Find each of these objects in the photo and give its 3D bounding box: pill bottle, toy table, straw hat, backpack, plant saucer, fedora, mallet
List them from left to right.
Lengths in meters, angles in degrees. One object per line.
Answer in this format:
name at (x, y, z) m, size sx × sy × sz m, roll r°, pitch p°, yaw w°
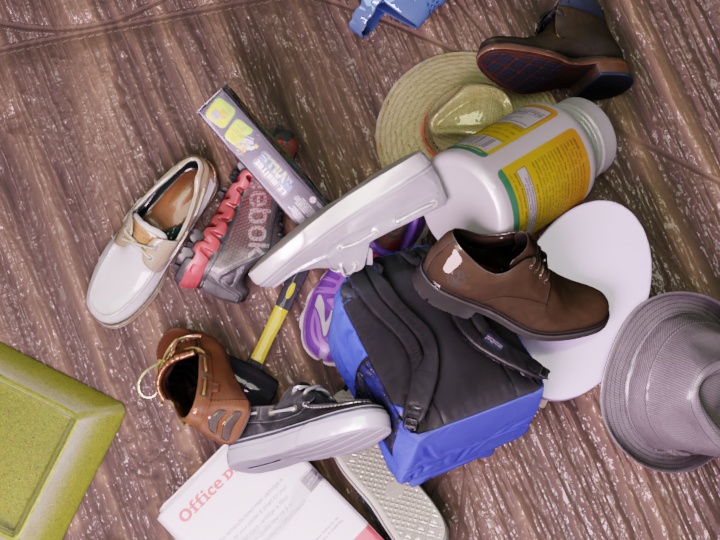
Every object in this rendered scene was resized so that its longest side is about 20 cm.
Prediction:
plant saucer at (-0.369, 0.182, 1.618) m, size 0.199 × 0.048 × 0.201 m, roll 25°, pitch 80°, yaw 6°
mallet at (-0.093, 0.041, 1.633) m, size 0.065 × 0.041 × 0.202 m, roll 19°, pitch 84°, yaw -5°
backpack at (0.053, 0.091, 1.535) m, size 0.161 × 0.168 × 0.201 m, roll -16°, pitch 60°, yaw -25°
straw hat at (0.114, -0.152, 1.653) m, size 0.199 × 0.085 × 0.203 m, roll 0°, pitch 79°, yaw 1°
pill bottle at (0.159, -0.097, 1.565) m, size 0.199 × 0.113 × 0.113 m, roll -31°, pitch 77°, yaw -38°
toy table at (0.214, 0.039, 1.595) m, size 0.183 × 0.117 × 0.201 m, roll 34°, pitch 82°, yaw 7°
fedora at (0.332, 0.117, 1.538) m, size 0.199 × 0.090 × 0.178 m, roll 29°, pitch 83°, yaw -37°

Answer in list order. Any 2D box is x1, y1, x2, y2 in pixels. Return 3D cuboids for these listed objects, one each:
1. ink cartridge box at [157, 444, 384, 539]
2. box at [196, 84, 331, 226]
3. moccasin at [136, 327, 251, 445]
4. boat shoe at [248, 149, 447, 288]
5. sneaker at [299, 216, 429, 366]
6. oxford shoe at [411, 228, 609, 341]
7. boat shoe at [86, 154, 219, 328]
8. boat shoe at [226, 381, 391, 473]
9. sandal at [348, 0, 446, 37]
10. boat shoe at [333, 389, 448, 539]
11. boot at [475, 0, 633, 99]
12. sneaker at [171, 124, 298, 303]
ink cartridge box at (-0.079, 0.263, 1.574) m, size 0.144 × 0.084 × 0.200 m, roll -44°, pitch 81°, yaw -7°
box at (-0.079, -0.094, 1.570) m, size 0.035 × 0.110 × 0.200 m, roll -41°, pitch 98°, yaw 4°
moccasin at (-0.169, 0.106, 1.562) m, size 0.077 × 0.202 × 0.074 m, roll 23°, pitch 106°, yaw -26°
boat shoe at (-0.009, -0.033, 1.497) m, size 0.199 × 0.072 × 0.069 m, roll -34°, pitch 97°, yaw -7°
sneaker at (0.000, 0.000, 1.627) m, size 0.080 × 0.083 × 0.201 m, roll 28°, pitch 82°, yaw 8°
oxford shoe at (0.154, 0.011, 1.475) m, size 0.198 × 0.085 × 0.073 m, roll 14°, pitch 39°, yaw -24°
boat shoe at (-0.219, -0.035, 1.647) m, size 0.074 × 0.068 × 0.201 m, roll 30°, pitch 81°, yaw 8°
boat shoe at (-0.055, 0.137, 1.478) m, size 0.199 × 0.072 × 0.072 m, roll -17°, pitch 67°, yaw 39°
sandal at (0.058, -0.296, 1.695) m, size 0.198 × 0.079 × 0.088 m, roll -6°, pitch 81°, yaw 9°
boat shoe at (0.024, 0.206, 1.595) m, size 0.074 × 0.062 × 0.201 m, roll -26°, pitch 63°, yaw -12°
boot at (0.190, -0.237, 1.650) m, size 0.199 × 0.075 × 0.098 m, roll 6°, pitch 63°, yaw -37°
sneaker at (-0.108, -0.052, 1.649) m, size 0.097 × 0.071 × 0.202 m, roll 32°, pitch 73°, yaw -5°
